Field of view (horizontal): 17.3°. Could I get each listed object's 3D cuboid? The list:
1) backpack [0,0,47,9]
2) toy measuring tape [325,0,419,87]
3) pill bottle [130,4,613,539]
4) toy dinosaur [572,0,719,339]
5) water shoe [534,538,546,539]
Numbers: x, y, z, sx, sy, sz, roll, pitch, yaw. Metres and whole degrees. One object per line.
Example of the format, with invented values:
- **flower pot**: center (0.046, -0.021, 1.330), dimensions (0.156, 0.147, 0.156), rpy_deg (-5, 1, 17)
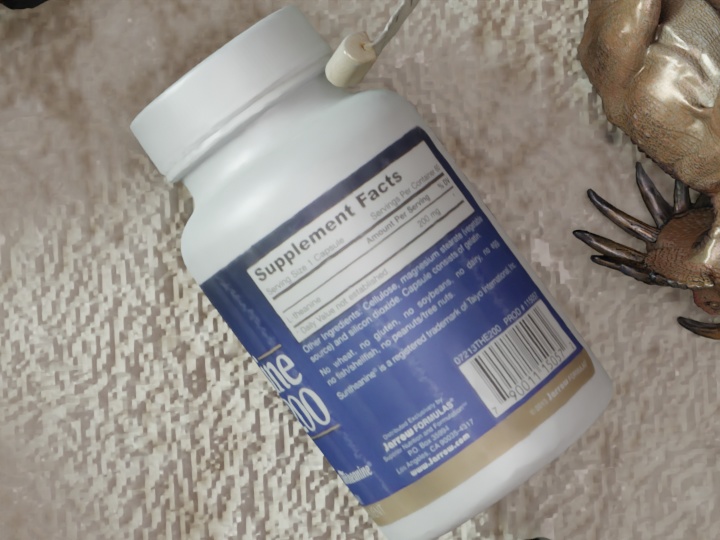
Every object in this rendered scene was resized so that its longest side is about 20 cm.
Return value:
- **backpack**: center (-0.105, -0.229, 0.909), dimensions (0.163, 0.154, 0.200), rpy_deg (46, 123, 3)
- **toy measuring tape**: center (0.020, -0.158, 0.935), dimensions (0.074, 0.074, 0.200), rpy_deg (36, 58, -3)
- **pill bottle**: center (0.000, 0.000, 0.932), dimensions (0.111, 0.111, 0.200), rpy_deg (-36, 92, -4)
- **toy dinosaur**: center (0.129, -0.068, 0.962), dimensions (0.086, 0.136, 0.200), rpy_deg (-6, 64, -32)
- **water shoe**: center (-0.009, 0.155, 0.939), dimensions (0.200, 0.072, 0.079), rpy_deg (-35, 96, -3)
